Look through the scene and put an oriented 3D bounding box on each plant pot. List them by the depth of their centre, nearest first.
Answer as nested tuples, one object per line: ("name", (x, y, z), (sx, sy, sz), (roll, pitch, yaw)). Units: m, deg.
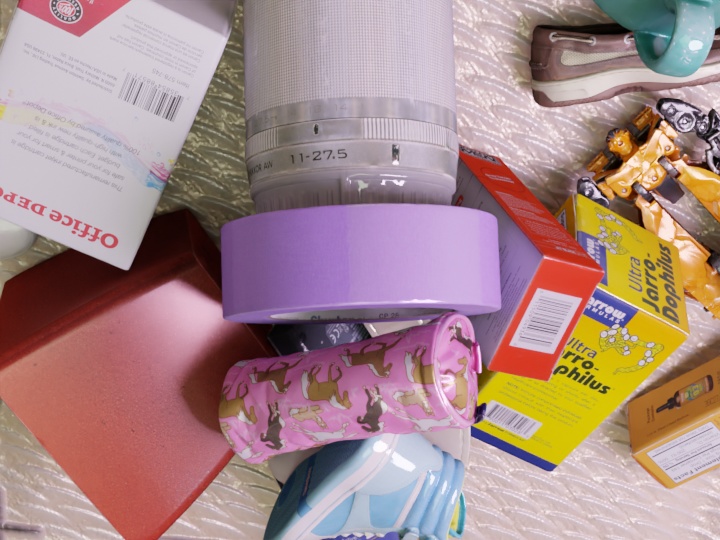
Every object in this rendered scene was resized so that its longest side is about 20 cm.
("plant pot", (-0.171, 0.067, 0.955), (0.175, 0.200, 0.201), (-34, 112, 3))

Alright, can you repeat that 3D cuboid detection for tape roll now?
("tape roll", (0.000, 0.000, 0.819), (0.196, 0.200, 0.067), (-1, 83, -2))

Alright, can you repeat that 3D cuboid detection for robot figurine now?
("robot figurine", (0.275, -0.055, 0.987), (0.199, 0.058, 0.145), (40, 106, -19))

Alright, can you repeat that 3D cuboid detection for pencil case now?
("pencil case", (-0.009, 0.087, 0.834), (0.197, 0.084, 0.087), (-14, 132, 27))

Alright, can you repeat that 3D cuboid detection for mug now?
("mug", (0.222, -0.238, 0.844), (0.152, 0.114, 0.185), (43, 71, 2))

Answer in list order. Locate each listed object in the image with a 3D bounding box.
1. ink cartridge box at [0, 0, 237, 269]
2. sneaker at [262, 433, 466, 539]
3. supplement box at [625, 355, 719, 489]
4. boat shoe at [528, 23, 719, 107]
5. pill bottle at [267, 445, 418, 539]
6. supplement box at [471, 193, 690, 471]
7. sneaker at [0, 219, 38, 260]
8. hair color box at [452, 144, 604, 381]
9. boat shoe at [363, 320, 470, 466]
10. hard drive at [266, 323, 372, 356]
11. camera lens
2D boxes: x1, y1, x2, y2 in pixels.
("ink cartridge box", (-0.199, -0.135, 0.880), (0.144, 0.145, 0.202), (24, 111, -13))
("sneaker", (0.010, 0.199, 0.941), (0.129, 0.080, 0.200), (31, 134, -14))
("supplement box", (0.337, 0.119, 1.036), (0.199, 0.067, 0.069), (-32, 118, 30))
("boat shoe", (0.233, -0.185, 0.920), (0.199, 0.075, 0.076), (-11, 109, 3))
("pill bottle", (-0.019, 0.184, 1.051), (0.109, 0.111, 0.202), (-20, 114, 7))
("supplement box", (0.170, 0.057, 0.974), (0.108, 0.110, 0.201), (25, 130, -13))
("sneaker", (-0.369, -0.035, 0.949), (0.196, 0.089, 0.076), (8, 113, -7))
("hair color box", (0.106, -0.013, 0.916), (0.060, 0.201, 0.103), (12, 116, -26))
("boat shoe", (0.046, 0.073, 0.961), (0.071, 0.060, 0.203), (-20, 96, 17))
("hard drive", (0.014, 0.086, 0.998), (0.033, 0.140, 0.201), (-14, 119, 40))
("camera lens", (-0.008, -0.132, 0.853), (0.157, 0.160, 0.204), (-2, 85, -2))
